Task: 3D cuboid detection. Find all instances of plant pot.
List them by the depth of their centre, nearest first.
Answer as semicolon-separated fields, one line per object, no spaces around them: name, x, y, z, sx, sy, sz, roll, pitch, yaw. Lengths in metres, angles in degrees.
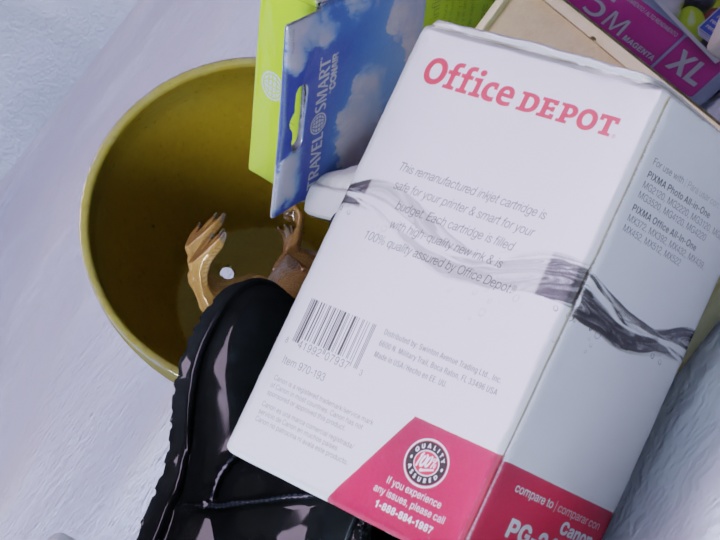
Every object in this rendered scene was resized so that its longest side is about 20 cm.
plant pot;-0.058;-0.003;1.357;0.200;0.200;0.142;-61;-7;-20

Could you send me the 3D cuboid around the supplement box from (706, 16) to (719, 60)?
supplement box;0.231;-0.138;0.885;0.126;0.073;0.200;-62;16;-21

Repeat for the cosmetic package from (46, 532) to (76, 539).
cosmetic package;-0.136;0.260;1.027;0.200;0.166;0.167;-46;17;33

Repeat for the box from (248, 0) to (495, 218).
box;0.012;-0.120;1.256;0.200;0.048;0.122;-29;-42;-39

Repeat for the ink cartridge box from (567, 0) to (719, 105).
ink cartridge box;0.170;-0.170;1.060;0.200;0.119;0.042;-45;17;37

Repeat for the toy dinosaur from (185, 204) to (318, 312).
toy dinosaur;-0.054;0.029;1.224;0.200;0.106;0.060;-50;17;-22

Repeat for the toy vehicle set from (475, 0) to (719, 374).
toy vehicle set;0.092;-0.036;1.024;0.124;0.026;0.200;-53;43;10

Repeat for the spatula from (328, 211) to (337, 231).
spatula;0.000;0.000;1.176;0.200;0.021;0.057;73;-163;-77

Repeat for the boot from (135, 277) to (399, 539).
boot;-0.023;0.089;1.112;0.162;0.073;0.199;-10;54;46

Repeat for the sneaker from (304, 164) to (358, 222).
sneaker;0.055;-0.048;1.170;0.200;0.073;0.085;5;79;46

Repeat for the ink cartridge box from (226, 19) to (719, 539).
ink cartridge box;0.055;0.015;0.952;0.145;0.083;0.200;22;85;47
